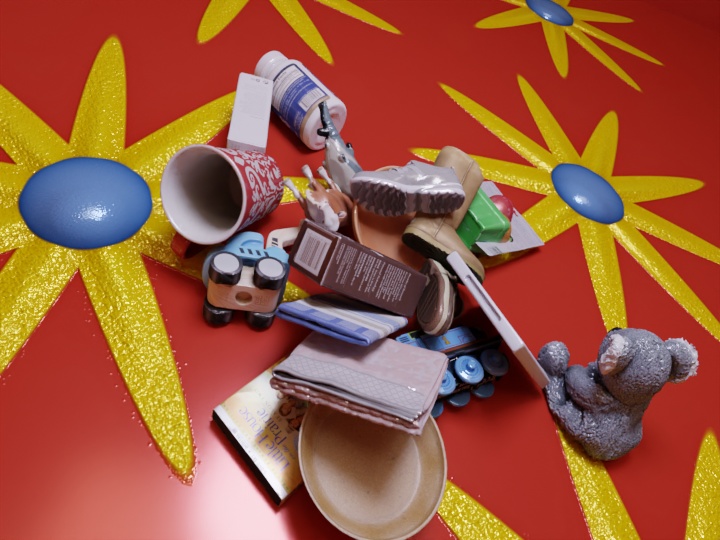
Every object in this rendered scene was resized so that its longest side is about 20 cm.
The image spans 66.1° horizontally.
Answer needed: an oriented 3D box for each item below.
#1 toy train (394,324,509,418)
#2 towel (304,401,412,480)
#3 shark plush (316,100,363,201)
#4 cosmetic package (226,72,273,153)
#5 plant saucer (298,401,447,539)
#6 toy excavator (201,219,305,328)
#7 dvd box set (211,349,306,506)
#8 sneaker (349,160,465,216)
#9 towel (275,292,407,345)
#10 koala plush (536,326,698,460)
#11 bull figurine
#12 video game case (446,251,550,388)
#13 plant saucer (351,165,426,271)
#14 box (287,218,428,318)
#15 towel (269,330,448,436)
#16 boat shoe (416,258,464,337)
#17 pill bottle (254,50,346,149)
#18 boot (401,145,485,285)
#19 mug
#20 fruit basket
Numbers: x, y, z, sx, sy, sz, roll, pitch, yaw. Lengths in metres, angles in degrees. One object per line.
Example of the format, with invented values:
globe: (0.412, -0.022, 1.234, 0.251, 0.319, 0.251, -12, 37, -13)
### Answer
toy train: (0.136, 0.141, 0.840, 0.194, 0.088, 0.116, -12, 50, -28)
towel: (0.008, 0.210, 0.737, 0.148, 0.024, 0.205, -8, 61, -29)
shark plush: (-0.037, -0.204, 1.017, 0.203, 0.089, 0.084, 55, 42, -15)
cosmetic package: (-0.207, -0.261, 1.026, 0.071, 0.103, 0.205, 9, 48, -12)
plant saucer: (0.013, 0.230, 0.687, 0.193, 0.036, 0.206, 11, 53, -15)
toy excavator: (-0.147, -0.019, 0.863, 0.187, 0.102, 0.204, 8, 41, -17)
dvd box set: (-0.081, 0.190, 0.750, 0.146, 0.030, 0.198, 45, 50, 16)
sneaker: (0.075, -0.142, 0.924, 0.192, 0.076, 0.084, 4, 55, -11)
towel: (-0.020, 0.067, 0.785, 0.142, 0.025, 0.199, 17, 8, 17)
koala plush: (0.395, 0.165, 0.840, 0.171, 0.203, 0.189, 10, 48, -13)
bull figurine: (-0.062, -0.112, 0.923, 0.123, 0.064, 0.200, 55, 12, 4)
video game case: (0.217, 0.079, 0.860, 0.023, 0.200, 0.185, -36, 53, 8)
plant saucer: (0.066, -0.079, 0.976, 0.194, 0.037, 0.209, 7, 77, -30)
box: (0.000, 0.000, 0.823, 0.197, 0.077, 0.099, 24, 3, -43)
towel: (0.006, 0.125, 0.706, 0.193, 0.033, 0.191, 14, 17, 14)
boat shoe: (0.133, 0.045, 0.866, 0.073, 0.076, 0.204, 30, 24, -9)
pill bottle: (-0.127, -0.350, 1.122, 0.109, 0.113, 0.200, -29, 66, -37)
boot: (0.178, -0.099, 0.977, 0.173, 0.066, 0.204, 34, 64, -8)
mug: (-0.217, -0.119, 0.860, 0.137, 0.173, 0.200, 66, 17, -8)
fruit basket: (0.255, -0.104, 1.101, 0.196, 0.095, 0.188, -7, 54, -45)
